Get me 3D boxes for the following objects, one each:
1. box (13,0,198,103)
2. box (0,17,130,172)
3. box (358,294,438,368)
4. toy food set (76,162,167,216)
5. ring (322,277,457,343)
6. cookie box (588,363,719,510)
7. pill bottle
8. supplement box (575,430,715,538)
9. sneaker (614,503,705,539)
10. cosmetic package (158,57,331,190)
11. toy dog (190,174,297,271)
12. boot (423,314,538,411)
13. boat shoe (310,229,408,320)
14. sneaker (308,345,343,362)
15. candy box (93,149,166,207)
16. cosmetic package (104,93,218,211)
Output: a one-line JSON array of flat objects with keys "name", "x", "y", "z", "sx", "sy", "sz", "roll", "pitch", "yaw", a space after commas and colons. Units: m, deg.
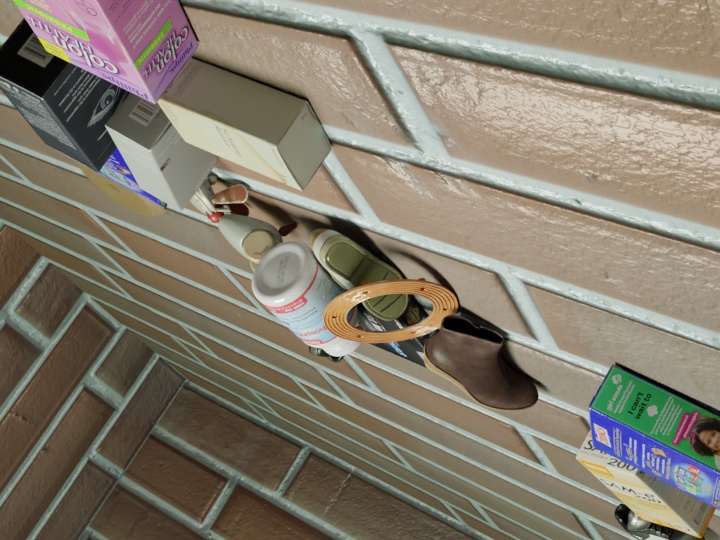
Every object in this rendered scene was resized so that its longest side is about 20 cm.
[{"name": "box", "x": -0.304, "y": -0.310, "z": 1.235, "sx": 0.175, "sy": 0.097, "sz": 0.200, "roll": 27, "pitch": 163, "yaw": 19}, {"name": "box", "x": -0.381, "y": -0.251, "z": 1.459, "sx": 0.104, "sy": 0.148, "sz": 0.200, "roll": 27, "pitch": 162, "yaw": 18}, {"name": "box", "x": 0.037, "y": 0.080, "z": 1.810, "sx": 0.198, "sy": 0.050, "sz": 0.200, "roll": 21, "pitch": 161, "yaw": 38}, {"name": "toy food set", "x": -0.434, "y": -0.169, "z": 1.977, "sx": 0.198, "sy": 0.049, "sz": 0.200, "roll": 15, "pitch": 156, "yaw": 47}, {"name": "ring", "x": 0.043, "y": 0.057, "z": 1.599, "sx": 0.199, "sy": 0.019, "sz": 0.201, "roll": -6, "pitch": 152, "yaw": -3}, {"name": "cookie box", "x": 0.414, "y": 0.227, "z": 1.467, "sx": 0.199, "sy": 0.075, "sz": 0.171, "roll": 25, "pitch": 162, "yaw": 24}, {"name": "pill bottle", "x": -0.072, "y": 0.050, "z": 1.672, "sx": 0.108, "sy": 0.109, "sz": 0.200, "roll": 19, "pitch": 160, "yaw": 41}, {"name": "supplement box", "x": 0.446, "y": 0.325, "z": 1.693, "sx": 0.200, "sy": 0.074, "sz": 0.126, "roll": 42, "pitch": 161, "yaw": -28}, {"name": "sneaker", "x": 0.524, "y": 0.458, "z": 1.946, "sx": 0.090, "sy": 0.067, "sz": 0.200, "roll": 36, "pitch": 166, "yaw": -19}, {"name": "cosmetic package", "x": -0.145, "y": -0.183, "z": 1.348, "sx": 0.199, "sy": 0.073, "sz": 0.104, "roll": 25, "pitch": 162, "yaw": 29}, {"name": "toy dog", "x": -0.178, "y": -0.085, "z": 1.707, "sx": 0.200, "sy": 0.096, "sz": 0.132, "roll": 49, "pitch": 169, "yaw": -9}, {"name": "boot", "x": 0.194, "y": 0.143, "z": 1.655, "sx": 0.199, "sy": 0.073, "sz": 0.166, "roll": 21, "pitch": 154, "yaw": 0}, {"name": "boat shoe", "x": 0.000, "y": 0.000, "z": 1.622, "sx": 0.200, "sy": 0.075, "sz": 0.068, "roll": 46, "pitch": 177, "yaw": -40}, {"name": "sneaker", "x": -0.065, "y": 0.105, "z": 1.971, "sx": 0.069, "sy": 0.100, "sz": 0.200, "roll": 18, "pitch": 159, "yaw": 35}, {"name": "candy box", "x": -0.389, "y": -0.206, "z": 1.733, "sx": 0.169, "sy": 0.077, "sz": 0.200, "roll": 27, "pitch": 164, "yaw": 25}, {"name": "cosmetic package", "x": -0.276, "y": -0.180, "z": 1.545, "sx": 0.090, "sy": 0.107, "sz": 0.200, "roll": 29, "pitch": 165, "yaw": 16}]
